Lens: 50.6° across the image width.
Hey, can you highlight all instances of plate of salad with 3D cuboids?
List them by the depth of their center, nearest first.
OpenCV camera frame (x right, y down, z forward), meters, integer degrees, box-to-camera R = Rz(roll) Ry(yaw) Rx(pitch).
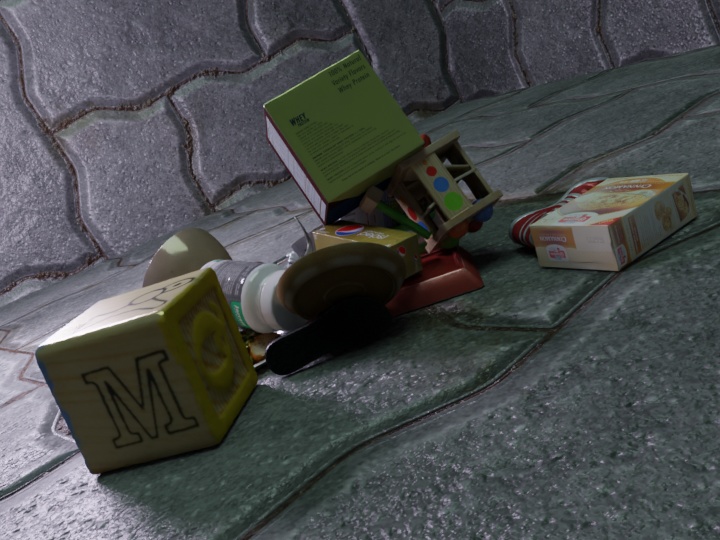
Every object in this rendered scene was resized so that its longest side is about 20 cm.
[{"bbox_3d":[-0.200,0.128,1.262,0.198,0.048,0.200,-19,15,5],"label":"plate of salad"}]

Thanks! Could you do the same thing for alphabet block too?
[{"bbox_3d":[-0.287,0.134,1.061,0.198,0.198,0.196,-16,16,15],"label":"alphabet block"}]

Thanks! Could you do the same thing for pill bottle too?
[{"bbox_3d":[-0.177,0.042,1.251,0.199,0.114,0.113,4,27,42],"label":"pill bottle"}]

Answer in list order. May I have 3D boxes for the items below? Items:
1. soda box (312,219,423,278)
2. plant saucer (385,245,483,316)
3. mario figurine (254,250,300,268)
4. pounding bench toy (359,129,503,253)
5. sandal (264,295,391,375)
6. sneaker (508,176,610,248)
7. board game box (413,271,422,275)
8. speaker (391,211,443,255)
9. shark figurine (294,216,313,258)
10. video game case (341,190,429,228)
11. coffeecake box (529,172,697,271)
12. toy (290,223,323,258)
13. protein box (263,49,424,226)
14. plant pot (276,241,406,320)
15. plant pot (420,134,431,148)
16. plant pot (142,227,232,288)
[{"bbox_3d":[0.010,-0.034,1.260,0.067,0.065,0.199,-26,26,-34],"label":"soda box"},{"bbox_3d":[0.100,0.013,1.296,0.198,0.037,0.200,-18,15,7],"label":"plant saucer"},{"bbox_3d":[-0.181,0.019,1.501,0.122,0.107,0.200,-13,14,-26],"label":"mario figurine"},{"bbox_3d":[0.117,-0.108,1.308,0.199,0.157,0.124,-32,-9,-17],"label":"pounding bench toy"},{"bbox_3d":[-0.051,0.093,1.144,0.198,0.076,0.045,-23,6,-2],"label":"sandal"},{"bbox_3d":[0.351,-0.091,1.264,0.199,0.072,0.113,-28,11,1],"label":"sneaker"},{"bbox_3d":[0.000,0.000,1.295,0.198,0.020,0.103,-12,20,0],"label":"board game box"},{"bbox_3d":[0.081,-0.046,1.436,0.198,0.089,0.088,-21,15,-1],"label":"speaker"},{"bbox_3d":[-0.139,0.008,1.356,0.215,0.089,0.128,-55,33,-13],"label":"shark figurine"},{"bbox_3d":[0.052,-0.137,1.427,0.198,0.144,0.018,-16,36,-9],"label":"video game case"},{"bbox_3d":[0.384,-0.075,1.160,0.199,0.074,0.153,-29,18,-28],"label":"coffeecake box"},{"bbox_3d":[-0.029,-0.074,1.480,0.199,0.115,0.047,-35,38,3],"label":"toy"},{"bbox_3d":[-0.032,-0.224,1.311,0.198,0.201,0.135,-33,-9,-12],"label":"protein box"},{"bbox_3d":[-0.025,0.027,1.135,0.198,0.200,0.028,-18,58,7],"label":"plant pot"},{"bbox_3d":[0.079,-0.134,1.575,0.198,0.201,0.177,-17,25,11],"label":"plant pot"},{"bbox_3d":[-0.321,0.032,1.546,0.134,0.202,0.200,28,40,25],"label":"plant pot"}]
